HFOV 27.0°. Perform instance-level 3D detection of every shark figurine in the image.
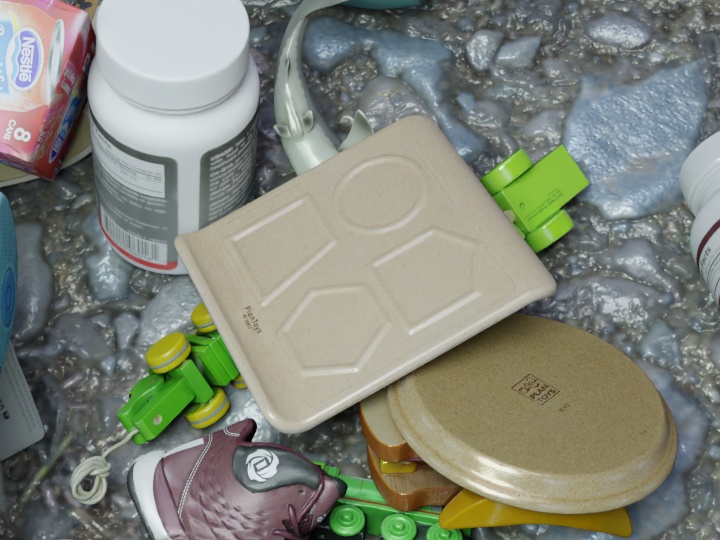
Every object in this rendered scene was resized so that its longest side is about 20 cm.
[{"bbox_3d":[-0.024,-0.107,1.079,0.127,0.216,0.090,-18,9,17],"label":"shark figurine"}]

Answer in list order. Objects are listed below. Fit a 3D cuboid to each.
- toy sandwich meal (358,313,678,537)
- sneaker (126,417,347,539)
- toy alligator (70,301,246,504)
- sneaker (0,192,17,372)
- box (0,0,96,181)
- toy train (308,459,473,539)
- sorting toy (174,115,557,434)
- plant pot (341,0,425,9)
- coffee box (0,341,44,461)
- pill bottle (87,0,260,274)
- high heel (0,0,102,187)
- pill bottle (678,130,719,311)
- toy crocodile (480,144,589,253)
[{"bbox_3d":[0.097,0.102,0.940,0.204,0.071,0.206,7,33,-5],"label":"toy sandwich meal"},{"bbox_3d":[-0.047,0.174,0.867,0.115,0.076,0.201,-28,75,-3],"label":"sneaker"},{"bbox_3d":[-0.124,0.076,0.983,0.200,0.059,0.054,-43,24,-25],"label":"toy alligator"},{"bbox_3d":[-0.254,0.043,0.771,0.130,0.080,0.201,7,65,4],"label":"sneaker"},{"bbox_3d":[-0.231,-0.124,0.975,0.095,0.200,0.100,22,87,-7],"label":"box"},{"bbox_3d":[-0.023,0.148,0.938,0.199,0.042,0.057,9,45,7],"label":"toy train"},{"bbox_3d":[0.000,0.000,0.965,0.199,0.037,0.185,-26,50,-8],"label":"sorting toy"},{"bbox_3d":[0.002,-0.295,1.161,0.160,0.201,0.201,27,59,6],"label":"plant pot"},{"bbox_3d":[-0.339,0.031,0.925,0.197,0.200,0.200,-28,60,-17],"label":"coffee box"},{"bbox_3d":[-0.124,-0.097,1.006,0.113,0.200,0.115,3,55,-5],"label":"pill bottle"},{"bbox_3d":[-0.237,-0.142,1.150,0.200,0.072,0.142,-43,34,-7],"label":"high heel"},{"bbox_3d":[0.287,0.002,0.989,0.112,0.113,0.201,-13,56,-8],"label":"pill bottle"},{"bbox_3d":[0.089,-0.024,1.041,0.068,0.062,0.200,50,57,-5],"label":"toy crocodile"}]
